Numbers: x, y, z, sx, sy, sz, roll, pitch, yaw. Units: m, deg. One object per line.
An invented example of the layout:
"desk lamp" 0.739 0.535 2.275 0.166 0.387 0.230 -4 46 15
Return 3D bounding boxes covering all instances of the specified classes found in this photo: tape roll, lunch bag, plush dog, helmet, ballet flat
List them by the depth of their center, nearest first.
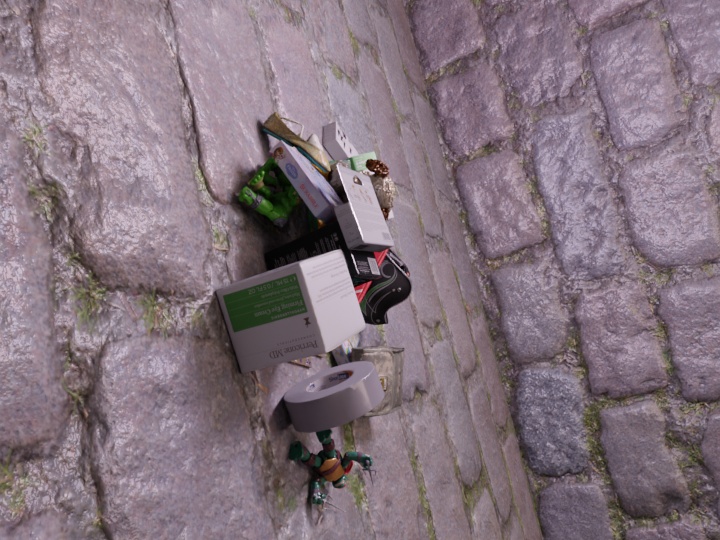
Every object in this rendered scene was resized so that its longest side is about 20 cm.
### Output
"tape roll" -0.054 0.256 1.323 0.067 0.199 0.200 70 21 -7
"ballet flat" -0.143 -0.315 1.557 0.199 0.071 0.071 34 25 3
"plush dog" 0.023 -0.177 1.575 0.159 0.171 0.202 -7 93 -31
"lunch bag" 0.035 0.273 1.611 0.200 0.117 0.166 9 83 -68
"helmet" 0.035 0.042 1.724 0.200 0.191 0.200 45 11 -11

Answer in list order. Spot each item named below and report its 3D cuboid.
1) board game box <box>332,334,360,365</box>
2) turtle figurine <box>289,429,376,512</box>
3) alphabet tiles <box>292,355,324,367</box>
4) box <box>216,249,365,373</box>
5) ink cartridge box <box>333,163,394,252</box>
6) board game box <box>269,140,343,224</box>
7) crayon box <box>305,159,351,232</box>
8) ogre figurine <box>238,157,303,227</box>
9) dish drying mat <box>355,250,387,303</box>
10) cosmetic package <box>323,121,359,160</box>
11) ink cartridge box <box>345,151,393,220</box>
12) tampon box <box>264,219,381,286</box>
"board game box" -0.062 0.120 1.621 0.135 0.034 0.201 -65 137 -62
"turtle figurine" -0.061 0.414 1.345 0.150 0.100 0.201 -44 123 -20
"alphabet tiles" -0.137 0.135 1.471 0.200 0.007 0.169 32 46 -60
"box" -0.131 0.076 1.256 0.200 0.198 0.173 -25 98 -66
"ink cartridge box" -0.002 -0.130 1.406 0.200 0.043 0.175 1 66 -69
"board game box" -0.099 -0.181 1.465 0.201 0.041 0.199 54 10 22
"crayon box" -0.077 -0.176 1.650 0.118 0.058 0.202 -10 96 -30
"ogre figurine" -0.192 -0.174 1.444 0.120 0.098 0.200 48 12 -17
"dish drying mat" 0.000 0.000 1.611 0.201 0.076 0.018 -61 -178 -21
"cosmetic package" -0.047 -0.359 1.994 0.200 0.050 0.083 49 33 -48
"ink cartridge box" 0.005 -0.226 1.879 0.084 0.146 0.202 -18 93 -27
"tampon box" -0.081 -0.011 1.434 0.150 0.199 0.127 6 64 -67
